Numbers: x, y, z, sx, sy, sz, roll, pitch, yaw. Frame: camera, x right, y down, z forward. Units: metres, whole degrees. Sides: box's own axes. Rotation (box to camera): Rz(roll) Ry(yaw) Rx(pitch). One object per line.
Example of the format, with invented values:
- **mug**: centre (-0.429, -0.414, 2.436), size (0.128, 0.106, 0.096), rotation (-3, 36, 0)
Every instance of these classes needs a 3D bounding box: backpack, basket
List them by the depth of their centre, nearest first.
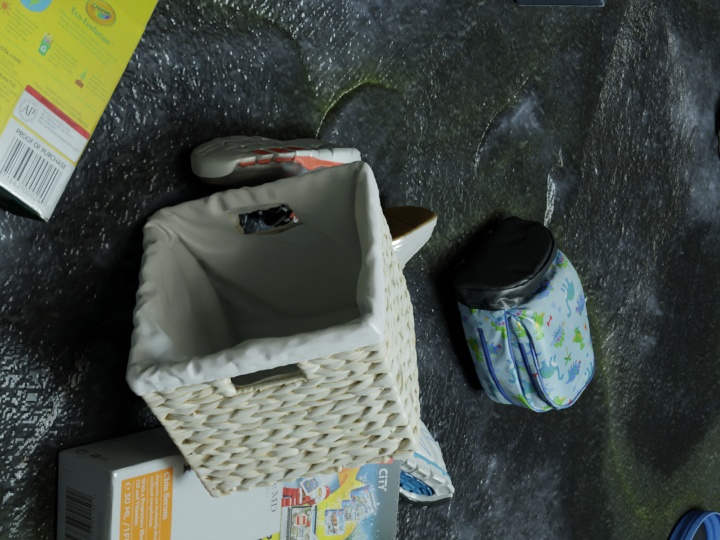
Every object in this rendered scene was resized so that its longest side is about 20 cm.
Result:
- **basket**: centre (-0.062, 0.046, 1.002), size (0.201, 0.197, 0.161), rotation (-93, 166, -47)
- **backpack**: centre (0.189, 0.067, 1.428), size (0.163, 0.153, 0.201), rotation (-44, 143, -45)

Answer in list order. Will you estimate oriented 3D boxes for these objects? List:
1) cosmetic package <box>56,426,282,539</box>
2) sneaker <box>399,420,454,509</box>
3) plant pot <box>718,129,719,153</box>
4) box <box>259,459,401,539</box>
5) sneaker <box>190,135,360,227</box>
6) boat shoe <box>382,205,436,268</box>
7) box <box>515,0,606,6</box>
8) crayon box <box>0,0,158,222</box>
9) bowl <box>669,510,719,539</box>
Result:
- **cosmetic package**: centre (-0.156, 0.190, 1.059), size (0.199, 0.071, 0.102), rotation (-8, 104, -51)
- **sneaker**: centre (0.024, 0.169, 1.298), size (0.200, 0.075, 0.087), rotation (45, 30, -39)
- **plant pot**: centre (0.650, -0.224, 1.906), size (0.183, 0.200, 0.201), rotation (-38, 127, -26)
- **box**: centre (-0.029, 0.170, 1.189), size (0.135, 0.038, 0.202), rotation (1, 99, -19)
- **sneaker**: centre (-0.070, -0.073, 1.108), size (0.199, 0.077, 0.083), rotation (-5, 108, -50)
- **boat shoe**: centre (0.000, 0.000, 1.219), size (0.199, 0.071, 0.070), rotation (-31, 123, -34)
- **box**: centre (0.226, -0.427, 1.361), size (0.199, 0.123, 0.200), rotation (-59, 137, -23)
- **crayon box**: centre (-0.235, -0.154, 0.897), size (0.127, 0.051, 0.201), rotation (42, 66, -48)
- **bowl**: centre (0.539, 0.486, 2.029), size (0.200, 0.039, 0.202), rotation (-16, 110, -49)
